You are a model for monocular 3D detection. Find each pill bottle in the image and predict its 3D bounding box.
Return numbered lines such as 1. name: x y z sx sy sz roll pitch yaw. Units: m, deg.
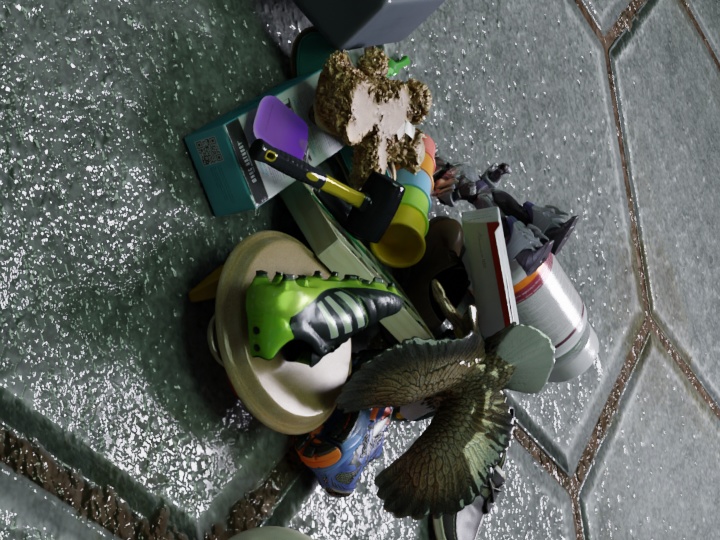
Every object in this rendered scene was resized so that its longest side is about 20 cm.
1. pill bottle: 0.213 0.042 1.675 0.200 0.109 0.110 52 39 -35

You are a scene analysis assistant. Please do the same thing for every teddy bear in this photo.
1. teddy bear: 0.011 -0.155 1.371 0.200 0.066 0.146 -25 117 -56

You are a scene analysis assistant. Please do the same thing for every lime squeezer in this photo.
1. lime squeezer: 0.022 -0.194 1.537 0.071 0.037 0.201 89 11 -52

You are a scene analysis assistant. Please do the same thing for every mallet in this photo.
1. mallet: -0.027 -0.090 1.264 0.066 0.041 0.200 -57 140 -1

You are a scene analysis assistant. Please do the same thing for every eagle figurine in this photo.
1. eagle figurine: 0.078 0.121 1.281 0.200 0.151 0.152 -43 158 -55

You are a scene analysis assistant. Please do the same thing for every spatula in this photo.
1. spatula: -0.044 -0.091 1.300 0.200 0.020 0.057 53 39 -46

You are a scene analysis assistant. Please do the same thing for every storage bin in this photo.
1. storage bin: 0.005 -0.311 1.395 0.135 0.145 0.200 53 30 6

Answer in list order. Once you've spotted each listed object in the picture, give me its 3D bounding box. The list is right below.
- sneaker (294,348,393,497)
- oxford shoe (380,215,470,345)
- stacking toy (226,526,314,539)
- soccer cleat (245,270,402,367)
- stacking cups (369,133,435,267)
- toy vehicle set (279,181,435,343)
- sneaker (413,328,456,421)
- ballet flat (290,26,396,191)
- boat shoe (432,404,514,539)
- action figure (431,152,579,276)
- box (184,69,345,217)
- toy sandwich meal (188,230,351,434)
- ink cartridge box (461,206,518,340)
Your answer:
1. sneaker: -0.003 0.145 1.342 0.200 0.075 0.079 -50 135 -47
2. oxford shoe: 0.092 0.006 1.520 0.073 0.084 0.201 56 35 -28
3. stacking toy: -0.050 0.297 1.169 0.200 0.145 0.147 34 50 -69
4. soccer cleat: -0.033 0.042 1.207 0.199 0.067 0.082 1 95 -54
5. stacking cups: 0.053 -0.081 1.500 0.061 0.060 0.200 60 24 -26
6. toy vehicle set: 0.000 0.000 1.362 0.200 0.026 0.124 47 7 -41
7. sneaker: 0.090 0.112 1.503 0.082 0.073 0.200 67 23 4
8. ballet flat: -0.022 -0.166 1.434 0.063 0.068 0.201 -100 168 -69
9. boat shoe: 0.130 0.227 1.516 0.072 0.064 0.201 54 39 -36
10. action figure: 0.150 -0.084 1.588 0.200 0.070 0.130 37 40 18
11. box: -0.085 -0.125 1.311 0.200 0.049 0.083 -41 114 -56
12. toy sandwich meal: -0.080 0.056 1.244 0.205 0.070 0.207 23 60 -49
13. ink cartridge box: 0.138 0.025 1.442 0.200 0.047 0.161 -54 135 -78
